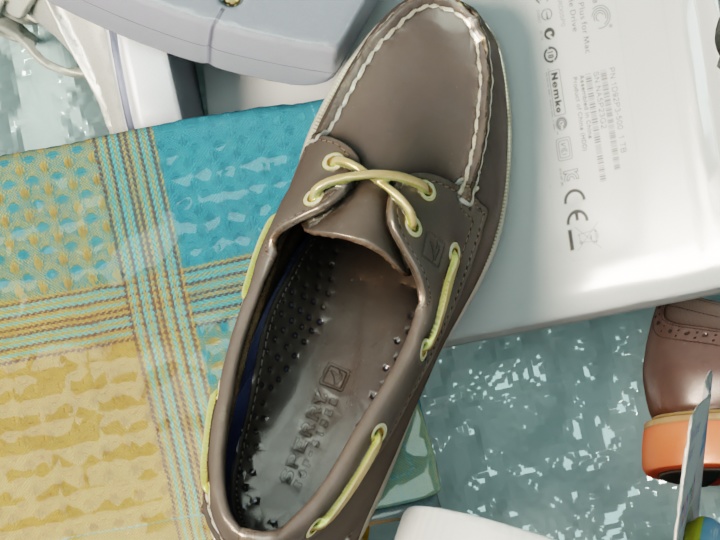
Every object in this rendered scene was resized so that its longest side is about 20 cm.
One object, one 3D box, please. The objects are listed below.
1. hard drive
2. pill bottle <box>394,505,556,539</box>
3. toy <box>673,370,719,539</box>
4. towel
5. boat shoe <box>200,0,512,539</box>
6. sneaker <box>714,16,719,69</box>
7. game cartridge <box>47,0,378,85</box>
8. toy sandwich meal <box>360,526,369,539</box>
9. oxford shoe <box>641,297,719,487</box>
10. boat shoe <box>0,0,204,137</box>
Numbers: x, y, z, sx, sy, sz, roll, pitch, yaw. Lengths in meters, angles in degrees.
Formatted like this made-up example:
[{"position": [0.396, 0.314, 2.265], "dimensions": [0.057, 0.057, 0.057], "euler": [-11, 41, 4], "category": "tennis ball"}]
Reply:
[{"position": [0.038, -0.043, 0.798], "dimensions": [0.199, 0.026, 0.133], "euler": [-12, 80, 31], "category": "hard drive"}, {"position": [0.025, 0.181, 0.716], "dimensions": [0.109, 0.110, 0.201], "euler": [17, 79, 8], "category": "pill bottle"}, {"position": [0.107, 0.137, 0.678], "dimensions": [0.047, 0.115, 0.202], "euler": [7, 95, 9], "category": "toy"}, {"position": [-0.084, 0.027, 0.776], "dimensions": [0.198, 0.022, 0.148], "euler": [-10, 76, -3], "category": "towel"}, {"position": [0.000, 0.000, 0.739], "dimensions": [0.071, 0.060, 0.201], "euler": [19, 78, 7], "category": "boat shoe"}, {"position": [0.189, -0.068, 0.749], "dimensions": [0.066, 0.199, 0.091], "euler": [37, 102, 48], "category": "sneaker"}, {"position": [-0.075, -0.150, 0.802], "dimensions": [0.199, 0.042, 0.134], "euler": [28, 72, 4], "category": "game cartridge"}, {"position": [-0.070, 0.139, 0.806], "dimensions": [0.203, 0.070, 0.207], "euler": [-1, 82, 6], "category": "toy sandwich meal"}, {"position": [0.194, 0.032, 0.792], "dimensions": [0.198, 0.071, 0.073], "euler": [-2, 77, 6], "category": "oxford shoe"}, {"position": [-0.117, -0.116, 0.844], "dimensions": [0.085, 0.075, 0.203], "euler": [-19, 78, 3], "category": "boat shoe"}]
